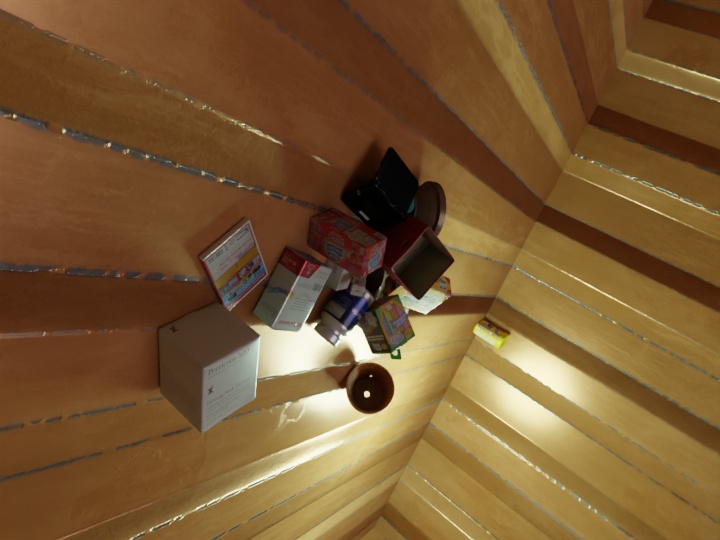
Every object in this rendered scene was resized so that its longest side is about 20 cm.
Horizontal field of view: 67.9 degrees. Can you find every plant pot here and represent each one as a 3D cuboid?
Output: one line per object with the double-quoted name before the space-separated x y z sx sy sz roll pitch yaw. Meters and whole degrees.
"plant pot" 0.196 -0.198 1.780 0.091 0.202 0.204 3 121 -23
"plant pot" 0.032 0.489 2.171 0.200 0.199 0.141 -47 169 -22

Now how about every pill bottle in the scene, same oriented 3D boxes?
"pill bottle" -0.056 0.136 1.717 0.201 0.115 0.116 -53 153 -11

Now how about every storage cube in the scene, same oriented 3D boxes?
"storage cube" 0.148 -0.052 1.648 0.171 0.180 0.200 -47 129 -2

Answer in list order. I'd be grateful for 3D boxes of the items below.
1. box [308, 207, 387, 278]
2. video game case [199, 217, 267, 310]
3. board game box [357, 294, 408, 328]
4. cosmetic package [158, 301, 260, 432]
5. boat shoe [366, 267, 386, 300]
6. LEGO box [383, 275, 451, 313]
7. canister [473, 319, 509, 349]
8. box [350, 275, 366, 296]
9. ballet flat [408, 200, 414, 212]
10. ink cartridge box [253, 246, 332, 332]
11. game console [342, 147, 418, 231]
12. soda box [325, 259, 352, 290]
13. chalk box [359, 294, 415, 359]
"box" -0.037 -0.076 1.436 0.099 0.198 0.097 -28 139 -44
"video game case" -0.293 -0.010 1.262 0.143 0.017 0.202 -46 150 -26
"board game box" 0.071 0.157 1.946 0.199 0.125 0.035 -33 145 -41
"cosmetic package" -0.349 0.219 1.234 0.166 0.165 0.203 -28 139 -45
"boat shoe" 0.051 0.049 1.870 0.066 0.074 0.202 -31 152 -48
"LEGO box" 0.198 0.062 1.885 0.197 0.079 0.149 21 139 -28
"canister" 0.848 0.413 3.475 0.147 0.198 0.088 -16 132 -53
"box" 0.000 0.000 1.638 0.202 0.041 0.039 -83 -172 -52
"ballet flat" 0.109 -0.246 1.659 0.071 0.065 0.200 -50 146 -1
"ink cartridge box" -0.183 0.055 1.447 0.203 0.082 0.145 -61 154 4
"game console" 0.062 -0.229 1.555 0.200 0.173 0.119 39 39 -49
"soda box" -0.048 -0.045 1.598 0.063 0.068 0.204 -10 125 -56
"chalk box" 0.092 0.201 1.797 0.123 0.124 0.203 -28 98 -34
